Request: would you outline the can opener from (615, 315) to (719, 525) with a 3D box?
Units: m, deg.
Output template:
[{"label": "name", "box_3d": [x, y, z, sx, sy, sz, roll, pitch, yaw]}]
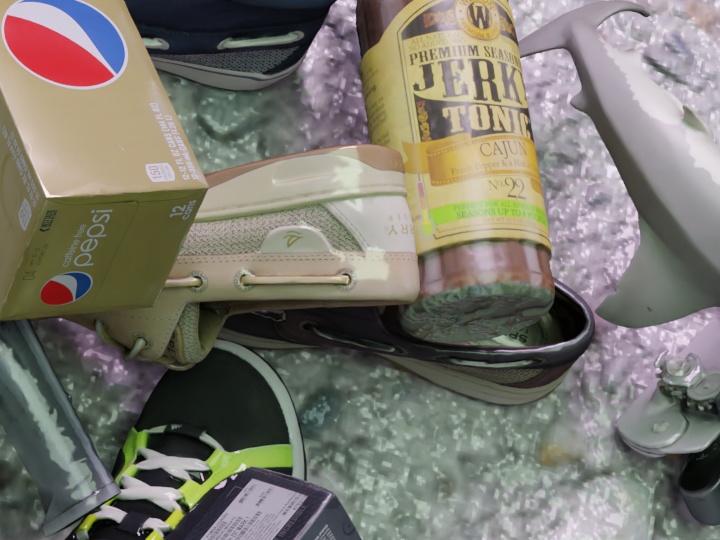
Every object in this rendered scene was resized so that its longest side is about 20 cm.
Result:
[{"label": "can opener", "box_3d": [0.181, 0.021, 1.171, 0.200, 0.053, 0.067, -47, 124, -25]}]

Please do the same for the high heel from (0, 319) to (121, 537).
[{"label": "high heel", "box_3d": [-0.201, 0.064, 0.985, 0.199, 0.071, 0.143, -29, 88, 0]}]

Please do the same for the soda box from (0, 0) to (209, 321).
[{"label": "soda box", "box_3d": [-0.124, -0.081, 0.988, 0.064, 0.068, 0.201, -6, 53, -31]}]

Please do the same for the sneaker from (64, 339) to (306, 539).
[{"label": "sneaker", "box_3d": [-0.074, 0.109, 1.011, 0.071, 0.083, 0.201, 4, 64, 21]}]

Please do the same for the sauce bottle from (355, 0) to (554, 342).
[{"label": "sauce bottle", "box_3d": [0.030, -0.075, 1.067, 0.064, 0.065, 0.201, -3, 71, -20]}]

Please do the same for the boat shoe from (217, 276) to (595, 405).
[{"label": "boat shoe", "box_3d": [0.000, 0.000, 1.100, 0.199, 0.065, 0.072, 19, 66, -12]}]

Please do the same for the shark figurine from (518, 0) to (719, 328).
[{"label": "shark figurine", "box_3d": [0.116, -0.026, 1.100, 0.090, 0.128, 0.215, -46, 72, 15]}]

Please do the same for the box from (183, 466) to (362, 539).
[{"label": "box", "box_3d": [-0.051, 0.194, 0.972, 0.200, 0.051, 0.158, -50, 130, -26]}]

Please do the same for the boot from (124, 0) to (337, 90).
[{"label": "boot", "box_3d": [-0.105, -0.126, 1.097, 0.199, 0.090, 0.073, 6, 69, -17]}]

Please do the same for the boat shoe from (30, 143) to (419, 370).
[{"label": "boat shoe", "box_3d": [-0.075, 0.004, 1.032, 0.199, 0.072, 0.065, -12, 83, 13]}]
